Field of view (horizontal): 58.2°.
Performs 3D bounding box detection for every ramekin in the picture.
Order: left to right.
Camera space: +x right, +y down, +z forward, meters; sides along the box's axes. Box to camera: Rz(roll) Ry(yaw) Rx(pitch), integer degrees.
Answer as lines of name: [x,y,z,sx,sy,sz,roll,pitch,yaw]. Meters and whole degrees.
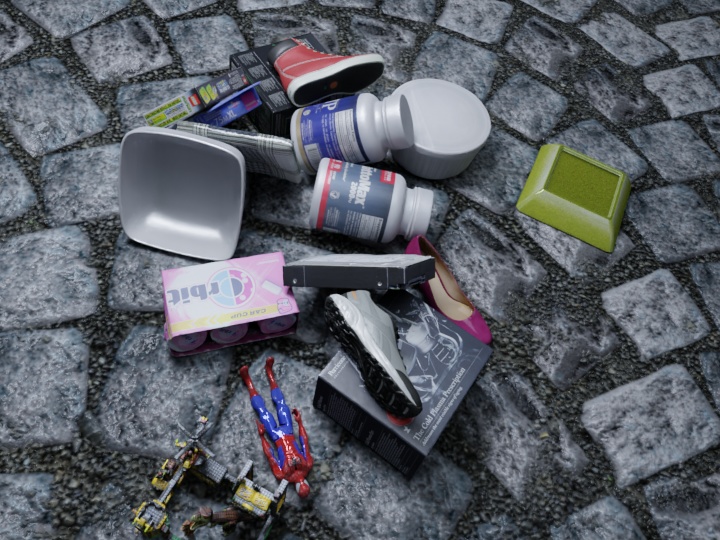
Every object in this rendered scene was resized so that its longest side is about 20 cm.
ramekin: [0.141,-0.266,1.242,0.199,0.095,0.205,5,56,-8]

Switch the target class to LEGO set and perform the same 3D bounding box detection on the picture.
LEGO set: [-0.180,0.289,0.795,0.199,0.116,0.154,33,57,13]

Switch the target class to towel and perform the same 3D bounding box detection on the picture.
towel: [-0.195,-0.193,1.083,0.190,0.200,0.035,10,85,0]

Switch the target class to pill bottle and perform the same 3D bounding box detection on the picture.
pill bottle: [-0.012,-0.244,1.138,0.197,0.120,0.121,-8,53,19]
pill bottle: [0.018,-0.113,1.103,0.197,0.120,0.121,12,55,-3]

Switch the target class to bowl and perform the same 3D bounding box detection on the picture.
bowl: [-0.275,-0.129,1.025,0.197,0.202,0.075,12,32,-1]

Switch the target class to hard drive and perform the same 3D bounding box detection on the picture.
hard drive: [0.000,0.000,0.976,0.197,0.038,0.139,2,8,25]

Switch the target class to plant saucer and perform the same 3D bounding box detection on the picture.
plant saucer: [0.424,-0.157,1.249,0.198,0.048,0.201,26,56,8]

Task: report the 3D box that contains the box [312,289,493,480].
box: [0.060,0.156,0.938,0.181,0.105,0.200,33,57,13]

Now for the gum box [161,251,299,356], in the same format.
gum box: [-0.203,0.050,0.983,0.197,0.066,0.115,-10,57,-16]

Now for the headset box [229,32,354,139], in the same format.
headset box: [-0.127,-0.354,1.252,0.198,0.093,0.175,-26,64,-25]

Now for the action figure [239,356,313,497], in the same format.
action figure: [-0.113,0.219,0.901,0.065,0.052,0.202,-15,63,-24]

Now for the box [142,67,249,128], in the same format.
box: [-0.274,-0.292,1.098,0.109,0.035,0.200,-20,20,20]

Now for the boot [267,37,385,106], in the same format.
boot: [-0.064,-0.389,1.190,0.198,0.073,0.145,-20,61,-19]

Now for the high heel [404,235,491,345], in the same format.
high heel: [0.141,0.034,1.039,0.200,0.097,0.067,41,59,17]

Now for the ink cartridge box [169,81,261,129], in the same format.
ink cartridge box: [-0.253,-0.271,1.128,0.119,0.199,0.042,-38,110,-29]

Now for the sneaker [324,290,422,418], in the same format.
sneaker: [0.029,0.103,0.863,0.079,0.074,0.201,-19,61,-27]
